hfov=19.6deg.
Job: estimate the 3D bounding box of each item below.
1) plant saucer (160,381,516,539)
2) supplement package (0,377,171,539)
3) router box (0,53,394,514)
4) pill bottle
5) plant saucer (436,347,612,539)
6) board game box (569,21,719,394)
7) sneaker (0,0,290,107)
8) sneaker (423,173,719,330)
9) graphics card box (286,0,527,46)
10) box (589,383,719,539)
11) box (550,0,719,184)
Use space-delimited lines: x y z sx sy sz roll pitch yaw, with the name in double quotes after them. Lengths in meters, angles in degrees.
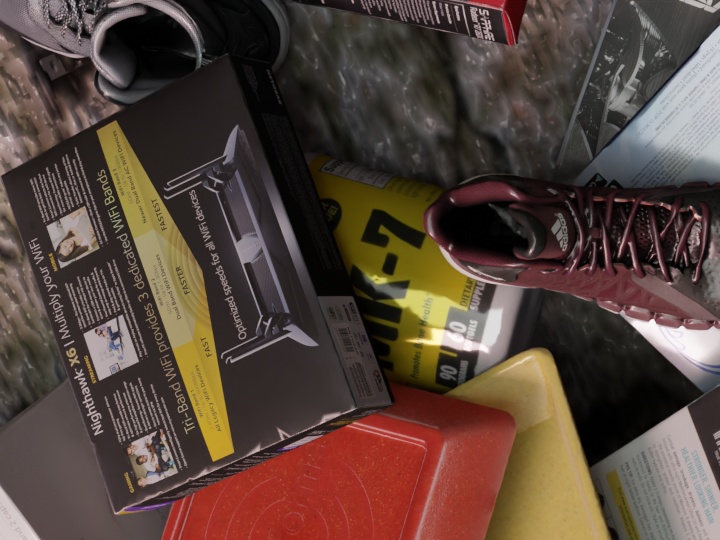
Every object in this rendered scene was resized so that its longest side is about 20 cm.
-0.033 0.148 1.115 0.199 0.037 0.201 12 80 36 "plant saucer"
-0.177 0.191 1.258 0.111 0.156 0.201 -35 94 23 "supplement package"
-0.089 0.009 1.111 0.156 0.052 0.201 -24 79 22 "router box"
0.000 0.000 1.173 0.198 0.114 0.115 15 109 12 "pill bottle"
0.062 0.172 1.114 0.199 0.048 0.201 -30 63 30 "plant saucer"
0.226 -0.026 1.083 0.199 0.043 0.200 44 114 1 "board game box"
-0.146 -0.145 1.174 0.198 0.114 0.076 13 109 13 "sneaker"
0.122 -0.010 1.027 0.198 0.115 0.076 4 90 17 "sneaker"
0.002 -0.203 1.119 0.198 0.051 0.126 13 76 14 "graphics card box"
0.149 0.143 1.111 0.200 0.049 0.083 -38 59 37 "box"
0.216 -0.071 1.123 0.199 0.048 0.159 23 110 9 "box"
